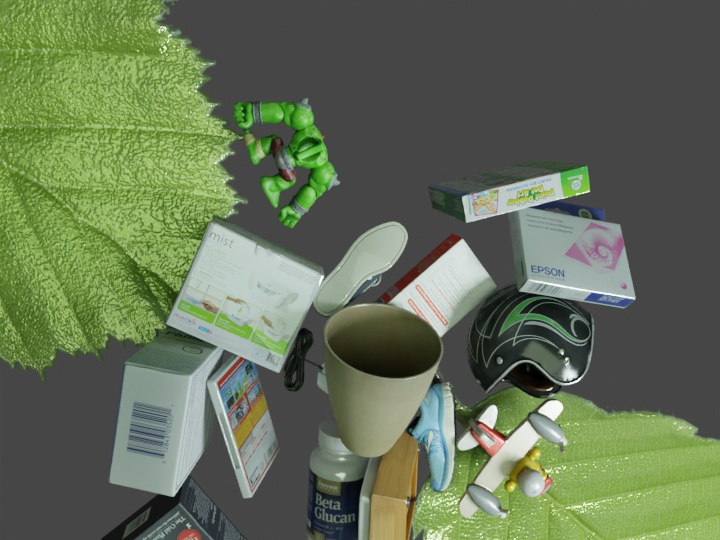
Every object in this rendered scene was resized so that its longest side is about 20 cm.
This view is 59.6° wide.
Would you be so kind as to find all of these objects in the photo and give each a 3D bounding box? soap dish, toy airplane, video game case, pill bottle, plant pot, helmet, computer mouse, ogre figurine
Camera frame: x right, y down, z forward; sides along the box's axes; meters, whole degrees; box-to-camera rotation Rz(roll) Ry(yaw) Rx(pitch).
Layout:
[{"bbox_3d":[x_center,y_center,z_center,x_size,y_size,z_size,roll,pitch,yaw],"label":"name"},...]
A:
[{"bbox_3d":[0.051,0.382,1.056,0.079,0.200,0.161,5,109,11],"label":"soap dish"},{"bbox_3d":[0.266,0.331,1.098,0.195,0.141,0.204,-7,114,-18],"label":"toy airplane"},{"bbox_3d":[-0.188,0.243,1.034,0.017,0.143,0.204,-10,104,15],"label":"video game case"},{"bbox_3d":[-0.037,0.369,1.095,0.108,0.111,0.205,1,101,-9],"label":"pill bottle"},{"bbox_3d":[0.022,0.189,0.997,0.183,0.188,0.204,4,119,-9],"label":"plant pot"},{"bbox_3d":[0.274,0.118,1.054,0.187,0.200,0.204,16,99,6],"label":"helmet"},{"bbox_3d":[-0.035,0.186,1.094,0.197,0.044,0.112,23,96,-12],"label":"computer mouse"},{"bbox_3d":[-0.109,-0.178,0.986,0.118,0.098,0.204,-19,92,8],"label":"ogre figurine"}]

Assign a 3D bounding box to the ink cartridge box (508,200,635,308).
[{"bbox_3d":[0.345,-0.046,1.045,0.192,0.044,0.204,8,59,-11],"label":"ink cartridge box"}]

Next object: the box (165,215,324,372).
[{"bbox_3d":[-0.183,0.036,1.015,0.197,0.097,0.179,24,96,-12],"label":"box"}]

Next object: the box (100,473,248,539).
[{"bbox_3d":[-0.322,0.493,1.080,0.199,0.104,0.183,-38,105,0],"label":"box"}]

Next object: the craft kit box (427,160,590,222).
[{"bbox_3d":[0.224,-0.129,0.992,0.193,0.200,0.050,-17,103,-4],"label":"craft kit box"}]

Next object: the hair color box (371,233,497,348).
[{"bbox_3d":[0.122,0.046,1.081,0.199,0.064,0.111,-40,104,0],"label":"hair color box"}]

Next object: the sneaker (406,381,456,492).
[{"bbox_3d":[0.129,0.299,1.138,0.088,0.078,0.205,-1,98,11],"label":"sneaker"}]

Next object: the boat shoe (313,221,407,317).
[{"bbox_3d":[0.000,0.000,1.052,0.075,0.062,0.201,40,84,2],"label":"boat shoe"}]

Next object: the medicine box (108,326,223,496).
[{"bbox_3d":[-0.290,0.207,0.972,0.101,0.200,0.186,11,99,0],"label":"medicine box"}]
